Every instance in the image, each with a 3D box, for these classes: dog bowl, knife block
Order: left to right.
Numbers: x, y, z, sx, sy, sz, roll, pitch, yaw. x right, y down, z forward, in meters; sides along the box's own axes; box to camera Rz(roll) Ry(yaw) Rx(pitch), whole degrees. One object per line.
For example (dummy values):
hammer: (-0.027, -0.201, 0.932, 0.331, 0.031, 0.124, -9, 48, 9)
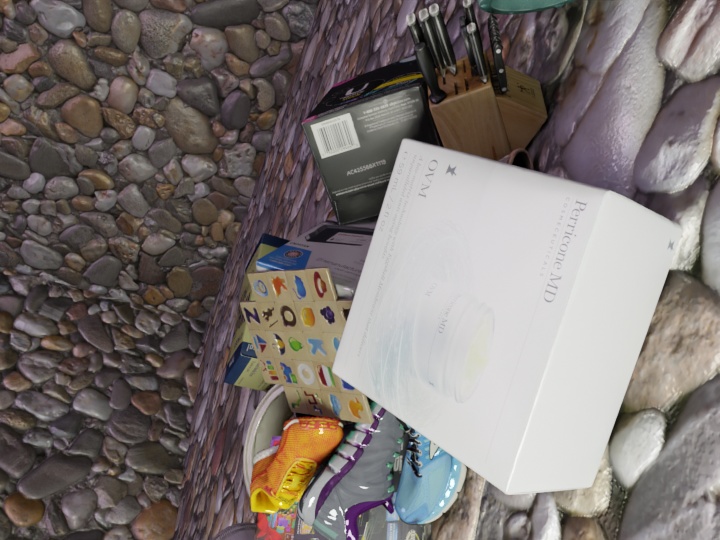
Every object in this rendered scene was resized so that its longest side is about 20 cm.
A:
dog bowl: (-0.081, 0.260, 1.037, 0.197, 0.073, 0.206, -20, 60, 38)
knife block: (0.100, -0.176, 0.763, 0.201, 0.171, 0.065, 122, 158, -44)

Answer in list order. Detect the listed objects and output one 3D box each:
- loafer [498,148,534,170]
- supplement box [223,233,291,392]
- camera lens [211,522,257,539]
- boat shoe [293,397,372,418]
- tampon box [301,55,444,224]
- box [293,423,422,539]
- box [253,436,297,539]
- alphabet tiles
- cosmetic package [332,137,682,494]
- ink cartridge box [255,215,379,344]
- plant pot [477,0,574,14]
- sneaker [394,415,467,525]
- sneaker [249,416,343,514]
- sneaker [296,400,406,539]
loafer: (0.146, -0.042, 0.687, 0.063, 0.070, 0.203, -50, 26, 39)
supplement box: (-0.096, 0.084, 1.139, 0.134, 0.195, 0.205, 131, 149, -57)
camera lens: (-0.166, 0.483, 1.084, 0.199, 0.156, 0.165, 170, 115, -72)
boat shoe: (0.006, 0.121, 0.837, 0.200, 0.072, 0.060, -39, -10, 15)
tampon box: (0.034, -0.169, 0.874, 0.201, 0.146, 0.129, -72, -35, -61)
box: (-0.003, 0.278, 0.808, 0.158, 0.049, 0.205, -15, 55, 34)
box: (-0.045, 0.285, 0.908, 0.196, 0.039, 0.141, -10, 62, 38)
alphabet tiles: (-0.055, 0.079, 0.758, 0.197, 0.006, 0.171, -3, 108, 46)
cosmetic package: (0.102, 0.027, 0.550, 0.198, 0.121, 0.205, 24, 99, 46)
ink cartridge box: (0.000, 0.000, 0.818, 0.142, 0.199, 0.087, 14, 122, 35)
plant pot: (0.166, -0.335, 0.699, 0.200, 0.194, 0.139, -173, 77, -73)
sneaker: (0.062, 0.154, 0.715, 0.078, 0.088, 0.206, 25, 104, 58)
sneaker: (-0.070, 0.222, 0.807, 0.201, 0.071, 0.079, 126, 150, -47)
sneaker: (0.020, 0.204, 0.770, 0.201, 0.087, 0.075, -51, -9, -16)
